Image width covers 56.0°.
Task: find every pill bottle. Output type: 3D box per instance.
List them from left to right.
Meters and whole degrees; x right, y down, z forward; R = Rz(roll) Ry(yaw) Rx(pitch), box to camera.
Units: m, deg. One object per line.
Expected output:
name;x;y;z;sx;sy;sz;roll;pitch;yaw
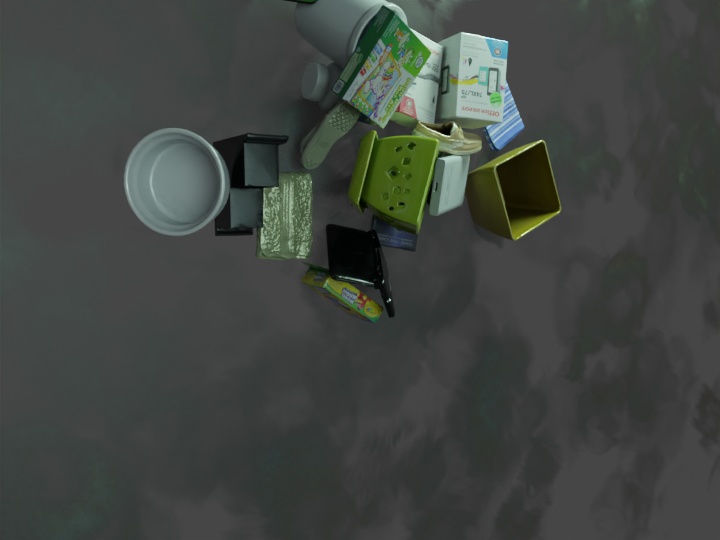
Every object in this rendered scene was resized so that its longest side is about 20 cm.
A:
pill bottle;-0.033;-0.412;1.561;0.197;0.110;0.113;8;89;-33

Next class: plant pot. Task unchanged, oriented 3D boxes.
plant pot;0.075;-0.209;1.585;0.178;0.199;0.204;14;88;5
plant pot;0.387;-0.214;1.813;0.198;0.175;0.203;-29;109;-28

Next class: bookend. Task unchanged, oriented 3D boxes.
bookend;-0.229;-0.172;1.401;0.091;0.199;0.203;-3;95;-32

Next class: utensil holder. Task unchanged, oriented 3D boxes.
utensil holder;-0.024;-0.534;1.474;0.169;0.200;0.171;-36;151;-24

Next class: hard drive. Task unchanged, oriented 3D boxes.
hard drive;0.221;-0.214;1.667;0.199;0.026;0.135;-27;127;-62

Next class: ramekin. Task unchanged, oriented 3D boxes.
ramekin;-0.352;-0.173;1.334;0.196;0.098;0.205;1;97;5

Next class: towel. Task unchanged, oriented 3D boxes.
towel;-0.171;-0.125;1.539;0.146;0.036;0.204;-2;95;-34
towel;0.380;-0.451;1.880;0.144;0.024;0.202;-38;113;-26

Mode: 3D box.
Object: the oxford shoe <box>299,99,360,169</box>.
oxford shoe;-0.074;-0.320;1.528;0.075;0.058;0.200;24;114;-43

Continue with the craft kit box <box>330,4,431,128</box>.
craft kit box;0.049;-0.428;1.452;0.202;0.048;0.197;-57;155;11

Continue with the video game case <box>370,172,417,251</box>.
video game case;0.095;-0.160;1.720;0.141;0.019;0.204;9;89;-33

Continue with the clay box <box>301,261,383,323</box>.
clay box;-0.052;0.051;1.583;0.199;0.114;0.048;35;77;-29

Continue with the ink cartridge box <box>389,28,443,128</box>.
ink cartridge box;0.122;-0.467;1.659;0.144;0.084;0.204;7;88;-48

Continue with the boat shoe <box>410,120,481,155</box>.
boat shoe;0.218;-0.331;1.664;0.196;0.074;0.070;-3;129;-24

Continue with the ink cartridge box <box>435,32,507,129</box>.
ink cartridge box;0.271;-0.475;1.725;0.144;0.146;0.204;1;94;-24

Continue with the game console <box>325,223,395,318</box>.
game console;0.000;0.000;1.595;0.114;0.202;0.178;-15;131;7

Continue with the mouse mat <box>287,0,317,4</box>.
mouse mat;-0.121;-0.669;1.468;0.203;0.159;0.008;-66;153;-11

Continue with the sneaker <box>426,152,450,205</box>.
sneaker;0.197;-0.266;1.737;0.088;0.073;0.203;36;65;-50
